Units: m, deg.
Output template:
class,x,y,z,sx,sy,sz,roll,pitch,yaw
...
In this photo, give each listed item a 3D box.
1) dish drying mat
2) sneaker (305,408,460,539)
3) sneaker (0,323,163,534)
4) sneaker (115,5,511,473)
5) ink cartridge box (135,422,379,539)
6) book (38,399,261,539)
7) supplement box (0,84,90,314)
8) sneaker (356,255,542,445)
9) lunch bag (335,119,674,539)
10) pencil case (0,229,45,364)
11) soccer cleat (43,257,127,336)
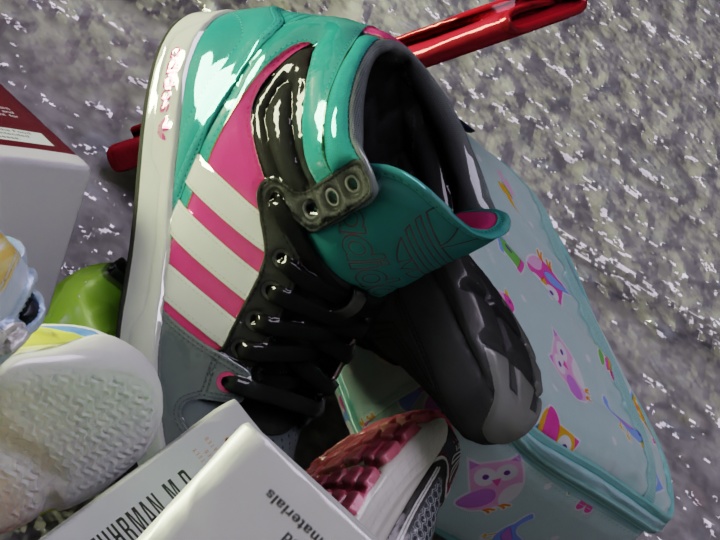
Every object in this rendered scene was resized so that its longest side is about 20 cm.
class,x,y,z,sx,sy,sz,roll,pitch,yaw
dish drying mat,-0.009,-0.081,1.020,0.077,0.200,0.018,-24,96,-59
sneaker,-0.010,0.135,0.858,0.075,0.081,0.200,37,56,-19
sneaker,-0.166,0.035,0.781,0.200,0.076,0.105,-10,36,-9
sneaker,-0.010,0.005,0.823,0.084,0.121,0.200,12,76,-53
ink cartridge box,-0.065,0.146,0.665,0.084,0.200,0.146,42,-6,6
book,-0.116,0.122,0.736,0.048,0.134,0.200,48,35,5
supplement box,-0.190,-0.055,0.875,0.109,0.061,0.200,5,23,-36
sneaker,0.000,0.000,0.910,0.075,0.079,0.200,50,6,-48
lunch bag,0.049,0.024,1.016,0.160,0.077,0.200,31,31,-47
pencil case,-0.162,0.058,0.648,0.091,0.083,0.200,26,54,4
soccer cleat,-0.076,0.034,0.936,0.068,0.081,0.200,61,19,16
